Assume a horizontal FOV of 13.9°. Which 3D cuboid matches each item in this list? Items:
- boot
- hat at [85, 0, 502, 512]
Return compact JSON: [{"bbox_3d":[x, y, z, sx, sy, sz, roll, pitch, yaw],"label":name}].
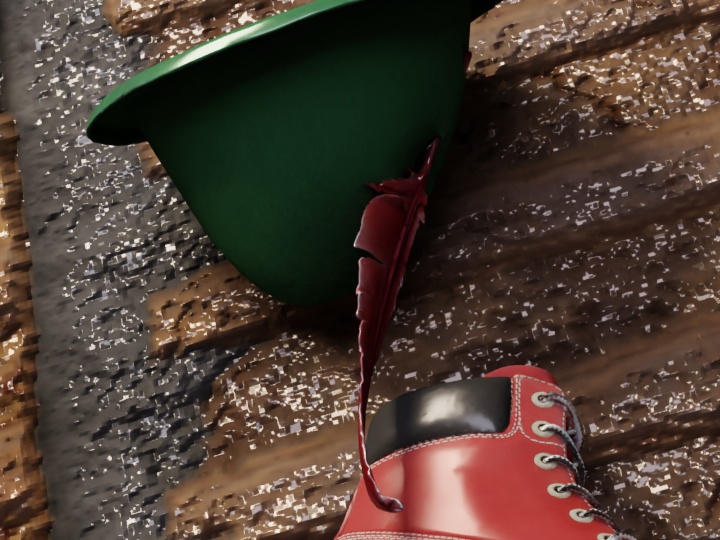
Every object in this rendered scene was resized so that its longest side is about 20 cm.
[{"bbox_3d":[0.081,0.089,0.951,0.199,0.073,0.144,3,48,24],"label":"boot"},{"bbox_3d":[0.000,0.000,1.073,0.200,0.176,0.165,-16,-7,-43],"label":"hat"}]
